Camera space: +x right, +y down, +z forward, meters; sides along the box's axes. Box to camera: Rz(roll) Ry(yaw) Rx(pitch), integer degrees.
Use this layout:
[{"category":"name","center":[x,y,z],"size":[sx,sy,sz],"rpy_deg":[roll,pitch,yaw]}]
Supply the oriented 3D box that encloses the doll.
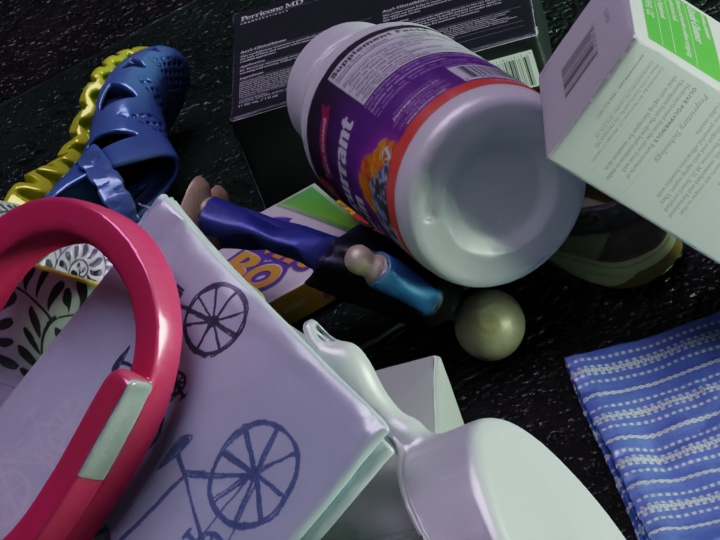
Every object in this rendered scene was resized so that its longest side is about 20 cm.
[{"category":"doll","center":[0.000,0.000,1.468],"size":[0.199,0.049,0.136],"rpy_deg":[19,0,15]}]

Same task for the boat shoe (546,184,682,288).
[{"category":"boat shoe","center":[0.099,-0.045,1.520],"size":[0.072,0.066,0.200],"rpy_deg":[-39,37,-29]}]

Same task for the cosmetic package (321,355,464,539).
[{"category":"cosmetic package","center":[0.002,0.139,1.278],"size":[0.106,0.091,0.200],"rpy_deg":[-14,30,12]}]

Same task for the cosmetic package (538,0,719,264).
[{"category":"cosmetic package","center":[0.195,-0.059,1.356],"size":[0.085,0.199,0.108],"rpy_deg":[-55,16,24]}]

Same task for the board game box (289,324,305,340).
[{"category":"board game box","center":[-0.108,0.060,1.472],"size":[0.126,0.035,0.200],"rpy_deg":[-38,46,-23]}]

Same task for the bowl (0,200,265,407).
[{"category":"bowl","center":[-0.158,0.031,1.397],"size":[0.200,0.095,0.201],"rpy_deg":[17,8,-2]}]

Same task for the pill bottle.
[{"category":"pill bottle","center":[0.033,-0.074,1.465],"size":[0.111,0.112,0.200],"rpy_deg":[-28,29,-13]}]

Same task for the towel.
[{"category":"towel","center":[0.192,0.076,1.327],"size":[0.144,0.024,0.200],"rpy_deg":[-19,32,-1]}]

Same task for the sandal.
[{"category":"sandal","center":[-0.151,-0.069,1.693],"size":[0.087,0.080,0.200],"rpy_deg":[3,46,26]}]

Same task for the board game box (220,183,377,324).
[{"category":"board game box","center":[-0.074,0.011,1.569],"size":[0.199,0.030,0.096],"rpy_deg":[-27,33,-16]}]

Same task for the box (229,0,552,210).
[{"category":"box","center":[0.022,-0.128,1.678],"size":[0.199,0.079,0.141],"rpy_deg":[-15,35,8]}]

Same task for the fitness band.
[{"category":"fitness band","center":[-0.161,0.061,1.252],"size":[0.144,0.037,0.201],"rpy_deg":[41,104,38]}]

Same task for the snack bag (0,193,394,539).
[{"category":"snack bag","center":[-0.097,0.090,1.241],"size":[0.189,0.021,0.200],"rpy_deg":[-52,53,8]}]

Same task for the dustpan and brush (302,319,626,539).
[{"category":"dustpan and brush","center":[0.046,0.096,1.213],"size":[0.057,0.201,0.139],"rpy_deg":[-34,-3,24]}]
